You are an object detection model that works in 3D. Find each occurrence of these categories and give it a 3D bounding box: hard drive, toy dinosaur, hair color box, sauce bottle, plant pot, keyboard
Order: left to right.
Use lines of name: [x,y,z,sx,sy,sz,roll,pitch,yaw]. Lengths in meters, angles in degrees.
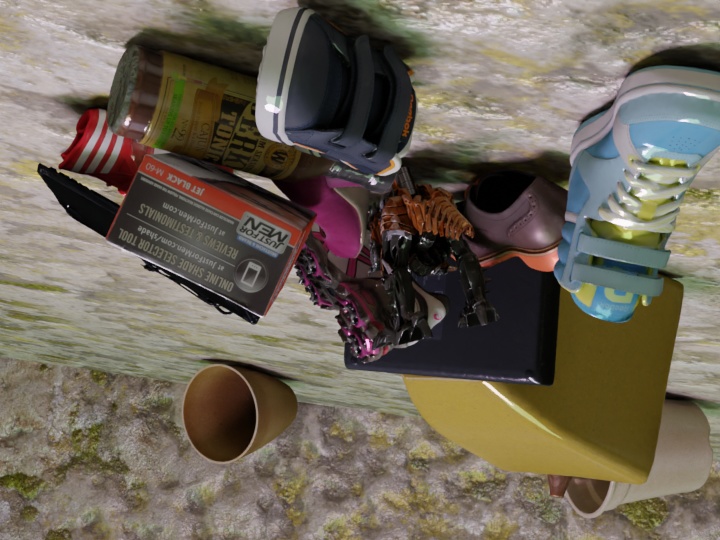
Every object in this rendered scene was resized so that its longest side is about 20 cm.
keyboard: [-0.153,-0.027,1.094,0.199,0.040,0.104,30,161,22]
hair color box: [-0.093,-0.030,0.955,0.110,0.065,0.200,26,-174,-2]
plant pot: [-0.216,0.271,2.770,0.184,0.189,0.199,3,-179,32]
sauce bottle: [-0.068,-0.097,0.955,0.198,0.066,0.065,13,169,-21]
toy dinosaur: [0.043,-0.017,1.081,0.101,0.138,0.200,-13,179,7]
hard drive: [0.078,0.022,1.222,0.198,0.142,0.033,2,176,36]
plant pot: [0.151,0.073,1.326,0.199,0.197,0.194,24,163,-36]
plant pot: [0.415,0.264,2.122,0.181,0.203,0.200,1,172,-17]

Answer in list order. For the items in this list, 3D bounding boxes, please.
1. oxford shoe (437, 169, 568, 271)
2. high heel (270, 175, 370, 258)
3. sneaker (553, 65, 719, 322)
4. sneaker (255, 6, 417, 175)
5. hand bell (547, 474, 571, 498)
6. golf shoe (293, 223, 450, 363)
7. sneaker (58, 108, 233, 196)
oxford shoe: [0.107,-0.048,1.098,0.073,0.071,0.199,48,161,-18]
high heel: [-0.038,-0.058,1.098,0.095,0.068,0.200,5,167,-4]
sneaker: [0.173,-0.039,0.852,0.078,0.132,0.200,12,169,-4]
sneaker: [-0.008,-0.103,0.834,0.078,0.079,0.200,13,-179,8]
hand bell: [0.242,0.162,1.649,0.103,0.203,0.104,8,170,2]
golf shoe: [0.000,0.000,1.226,0.091,0.200,0.073,-21,135,-19]
sneaker: [-0.173,-0.082,1.150,0.114,0.079,0.200,17,159,10]
